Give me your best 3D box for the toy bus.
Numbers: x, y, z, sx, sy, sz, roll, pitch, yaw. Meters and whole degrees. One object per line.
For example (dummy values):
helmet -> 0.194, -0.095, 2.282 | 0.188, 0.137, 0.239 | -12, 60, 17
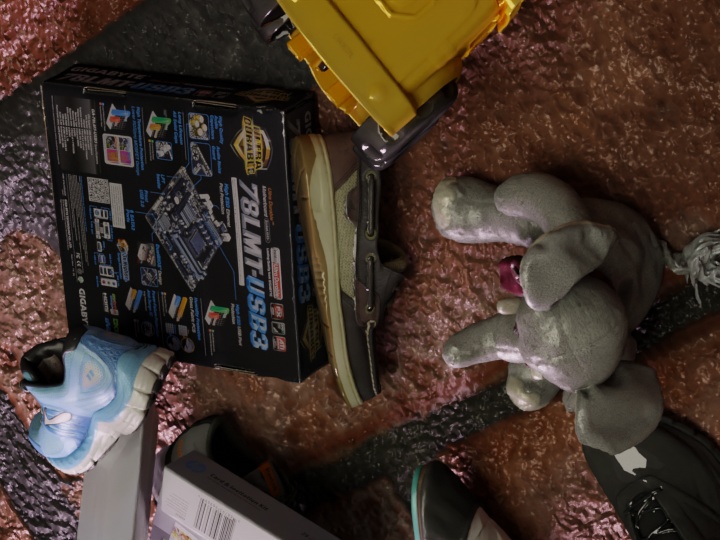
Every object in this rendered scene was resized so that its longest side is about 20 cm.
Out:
toy bus -> 0.037, -0.172, 1.567 | 0.192, 0.200, 0.136 | -41, 88, -2

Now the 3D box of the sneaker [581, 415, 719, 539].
sneaker -> 0.212, 0.175, 1.643 | 0.200, 0.091, 0.076 | 48, 128, 5

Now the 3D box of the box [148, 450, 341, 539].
box -> -0.088, 0.249, 1.789 | 0.155, 0.041, 0.201 | 29, 120, 25

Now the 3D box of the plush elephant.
plush elephant -> 0.123, 0.027, 1.588 | 0.199, 0.155, 0.166 | -9, 106, 33

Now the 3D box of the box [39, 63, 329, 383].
box -> -0.120, -0.034, 1.771 | 0.197, 0.050, 0.201 | 7, 114, 27

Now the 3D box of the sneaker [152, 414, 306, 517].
sneaker -> -0.065, 0.188, 1.823 | 0.200, 0.074, 0.079 | 45, 121, 6

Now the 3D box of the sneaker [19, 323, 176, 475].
sneaker -> -0.201, 0.079, 1.816 | 0.090, 0.079, 0.200 | 32, 150, -10

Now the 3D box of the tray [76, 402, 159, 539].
tray -> -0.172, 0.174, 1.822 | 0.022, 0.201, 0.108 | 22, 127, -18

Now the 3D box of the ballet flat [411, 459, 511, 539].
ballet flat -> 0.078, 0.216, 1.760 | 0.068, 0.068, 0.201 | 5, 124, 18

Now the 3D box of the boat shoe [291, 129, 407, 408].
boat shoe -> 0.000, -0.001, 1.704 | 0.066, 0.072, 0.202 | -12, 117, -3
